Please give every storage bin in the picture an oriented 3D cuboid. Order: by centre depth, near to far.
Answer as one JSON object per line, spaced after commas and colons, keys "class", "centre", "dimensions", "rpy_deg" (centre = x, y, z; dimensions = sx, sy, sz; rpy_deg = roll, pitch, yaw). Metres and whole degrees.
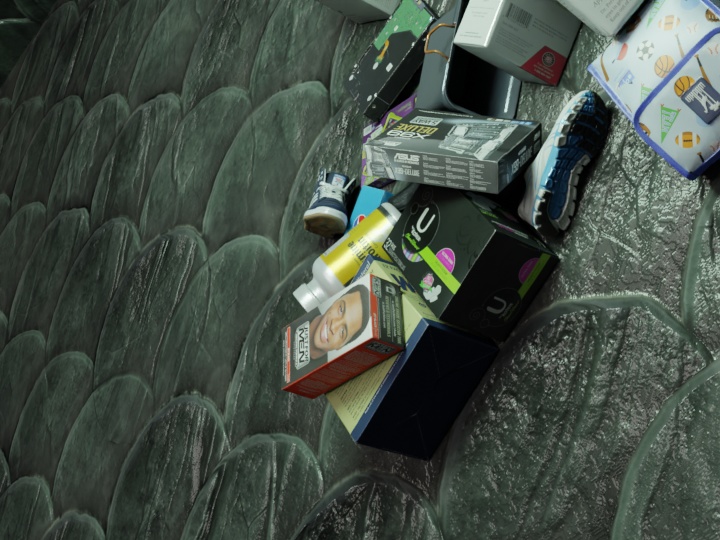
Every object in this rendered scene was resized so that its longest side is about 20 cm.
{"class": "storage bin", "centre": [0.149, -0.308, 1.757], "dimensions": [0.134, 0.145, 0.201], "rpy_deg": [-17, 59, 61]}

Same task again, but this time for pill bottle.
{"class": "pill bottle", "centre": [0.000, 0.000, 1.757], "dimensions": [0.200, 0.112, 0.112], "rpy_deg": [-41, 38, -1]}

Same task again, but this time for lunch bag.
{"class": "lunch bag", "centre": [0.393, -0.230, 1.386], "dimensions": [0.170, 0.124, 0.200], "rpy_deg": [-49, 50, 28]}

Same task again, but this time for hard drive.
{"class": "hard drive", "centre": [0.056, -0.361, 1.968], "dimensions": [0.200, 0.038, 0.140], "rpy_deg": [-53, 31, 16]}

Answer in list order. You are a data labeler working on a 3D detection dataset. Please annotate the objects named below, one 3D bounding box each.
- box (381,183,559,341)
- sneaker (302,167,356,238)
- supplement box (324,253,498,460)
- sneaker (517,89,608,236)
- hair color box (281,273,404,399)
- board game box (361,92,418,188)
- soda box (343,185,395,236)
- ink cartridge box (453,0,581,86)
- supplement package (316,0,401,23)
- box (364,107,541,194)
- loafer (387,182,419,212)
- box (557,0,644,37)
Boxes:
{"class": "box", "centre": [0.147, -0.025, 1.614], "dimensions": [0.149, 0.124, 0.200], "rpy_deg": [-59, 34, 16]}
{"class": "sneaker", "centre": [-0.047, -0.118, 1.930], "dimensions": [0.200, 0.070, 0.109], "rpy_deg": [154, 136, -81]}
{"class": "supplement box", "centre": [0.052, 0.122, 1.658], "dimensions": [0.200, 0.134, 0.200], "rpy_deg": [-59, 36, 15]}
{"class": "sneaker", "centre": [0.261, -0.150, 1.570], "dimensions": [0.087, 0.075, 0.200], "rpy_deg": [31, 98, 61]}
{"class": "hair color box", "centre": [-0.028, 0.093, 1.609], "dimensions": [0.200, 0.061, 0.102], "rpy_deg": [-33, 48, 40]}
{"class": "board game box", "centre": [0.073, -0.217, 1.899], "dimensions": [0.200, 0.032, 0.120], "rpy_deg": [-26, 49, 46]}
{"class": "soda box", "centre": [0.010, -0.028, 1.857], "dimensions": [0.068, 0.064, 0.201], "rpy_deg": [20, 90, 56]}
{"class": "ink cartridge box", "centre": [0.240, -0.383, 1.651], "dimensions": [0.083, 0.145, 0.200], "rpy_deg": [25, 93, 57]}
{"class": "supplement package", "centre": [-0.029, -0.528, 2.046], "dimensions": [0.117, 0.200, 0.118], "rpy_deg": [9, 80, 56]}
{"class": "box", "centre": [0.129, -0.167, 1.613], "dimensions": [0.200, 0.158, 0.050], "rpy_deg": [11, 120, 28]}
{"class": "loafer", "centre": [0.113, -0.150, 1.760], "dimensions": [0.200, 0.068, 0.071], "rpy_deg": [-32, 88, 38]}
{"class": "box", "centre": [0.309, -0.421, 1.466], "dimensions": [0.199, 0.171, 0.200], "rpy_deg": [-50, 2, 13]}
